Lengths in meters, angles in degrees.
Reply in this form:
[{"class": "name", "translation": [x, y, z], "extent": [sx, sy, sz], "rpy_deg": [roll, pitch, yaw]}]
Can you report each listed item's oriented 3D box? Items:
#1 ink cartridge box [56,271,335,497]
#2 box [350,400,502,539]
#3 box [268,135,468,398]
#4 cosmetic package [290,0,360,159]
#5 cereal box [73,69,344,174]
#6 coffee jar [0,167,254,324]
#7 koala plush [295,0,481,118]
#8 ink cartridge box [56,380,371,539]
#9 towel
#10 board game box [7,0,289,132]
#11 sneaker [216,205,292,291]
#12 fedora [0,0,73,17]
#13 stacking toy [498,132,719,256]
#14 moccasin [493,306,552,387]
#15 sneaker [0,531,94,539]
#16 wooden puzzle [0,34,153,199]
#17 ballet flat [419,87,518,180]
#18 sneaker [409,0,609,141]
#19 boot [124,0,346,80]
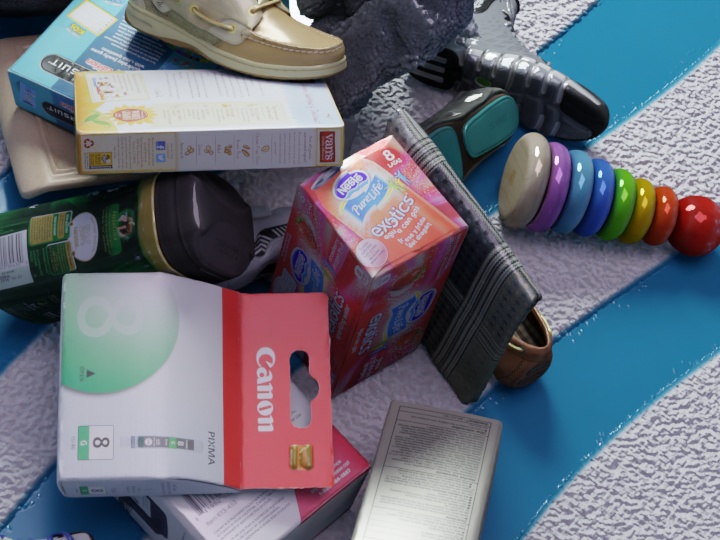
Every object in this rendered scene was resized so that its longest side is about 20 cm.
[{"class": "ink cartridge box", "translation": [-0.121, 0.082, 1.398], "extent": [0.200, 0.050, 0.161], "rpy_deg": [-2, 67, -2]}, {"class": "box", "translation": [0.045, 0.196, 1.422], "extent": [0.095, 0.078, 0.200], "rpy_deg": [12, 39, 7]}, {"class": "box", "translation": [0.000, 0.000, 1.500], "extent": [0.095, 0.200, 0.103], "rpy_deg": [-29, 68, -25]}, {"class": "cosmetic package", "translation": [-0.049, -0.199, 1.687], "extent": [0.101, 0.071, 0.200], "rpy_deg": [9, 58, -7]}, {"class": "cereal box", "translation": [-0.119, -0.117, 1.459], "extent": [0.200, 0.040, 0.144], "rpy_deg": [-1, 24, -8]}, {"class": "coffee jar", "translation": [-0.186, -0.020, 1.470], "extent": [0.200, 0.104, 0.085], "rpy_deg": [-12, 72, 22]}, {"class": "koala plush", "translation": [0.033, -0.244, 1.605], "extent": [0.178, 0.184, 0.200], "rpy_deg": [67, 25, -6]}, {"class": "ink cartridge box", "translation": [-0.116, 0.135, 1.458], "extent": [0.145, 0.084, 0.200], "rpy_deg": [-37, 73, -29]}, {"class": "towel", "translation": [0.065, -0.009, 1.523], "extent": [0.035, 0.200, 0.193], "rpy_deg": [-29, 73, -25]}, {"class": "board game box", "translation": [-0.175, -0.190, 1.599], "extent": [0.151, 0.047, 0.200], "rpy_deg": [25, 58, 18]}, {"class": "sneaker", "translation": [-0.112, -0.037, 1.570], "extent": [0.200, 0.075, 0.115], "rpy_deg": [-29, 71, -24]}, {"class": "fedora", "translation": [-0.295, -0.267, 1.644], "extent": [0.200, 0.201, 0.092], "rpy_deg": [0, 93, -14]}, {"class": "stacking toy", "translation": [0.226, -0.058, 1.671], "extent": [0.200, 0.085, 0.085], "rpy_deg": [14, 57, -13]}, {"class": "moccasin", "translation": [0.093, 0.004, 1.591], "extent": [0.074, 0.078, 0.202], "rpy_deg": [-17, 61, -24]}, {"class": "sneaker", "translation": [-0.257, 0.220, 1.383], "extent": [0.199, 0.081, 0.115], "rpy_deg": [44, 55, 6]}, {"class": "wooden puzzle", "translation": [-0.207, -0.139, 1.621], "extent": [0.200, 0.037, 0.185], "rpy_deg": [-12, 50, -14]}, {"class": "ballet flat", "translation": [0.069, -0.106, 1.643], "extent": [0.064, 0.067, 0.200], "rpy_deg": [1, 22, 34]}, {"class": "sneaker", "translation": [0.146, -0.202, 1.737], "extent": [0.200, 0.075, 0.116], "rpy_deg": [24, 54, 3]}, {"class": "boot", "translation": [-0.092, -0.244, 1.504], "extent": [0.200, 0.156, 0.073], "rpy_deg": [22, 25, 25]}]
